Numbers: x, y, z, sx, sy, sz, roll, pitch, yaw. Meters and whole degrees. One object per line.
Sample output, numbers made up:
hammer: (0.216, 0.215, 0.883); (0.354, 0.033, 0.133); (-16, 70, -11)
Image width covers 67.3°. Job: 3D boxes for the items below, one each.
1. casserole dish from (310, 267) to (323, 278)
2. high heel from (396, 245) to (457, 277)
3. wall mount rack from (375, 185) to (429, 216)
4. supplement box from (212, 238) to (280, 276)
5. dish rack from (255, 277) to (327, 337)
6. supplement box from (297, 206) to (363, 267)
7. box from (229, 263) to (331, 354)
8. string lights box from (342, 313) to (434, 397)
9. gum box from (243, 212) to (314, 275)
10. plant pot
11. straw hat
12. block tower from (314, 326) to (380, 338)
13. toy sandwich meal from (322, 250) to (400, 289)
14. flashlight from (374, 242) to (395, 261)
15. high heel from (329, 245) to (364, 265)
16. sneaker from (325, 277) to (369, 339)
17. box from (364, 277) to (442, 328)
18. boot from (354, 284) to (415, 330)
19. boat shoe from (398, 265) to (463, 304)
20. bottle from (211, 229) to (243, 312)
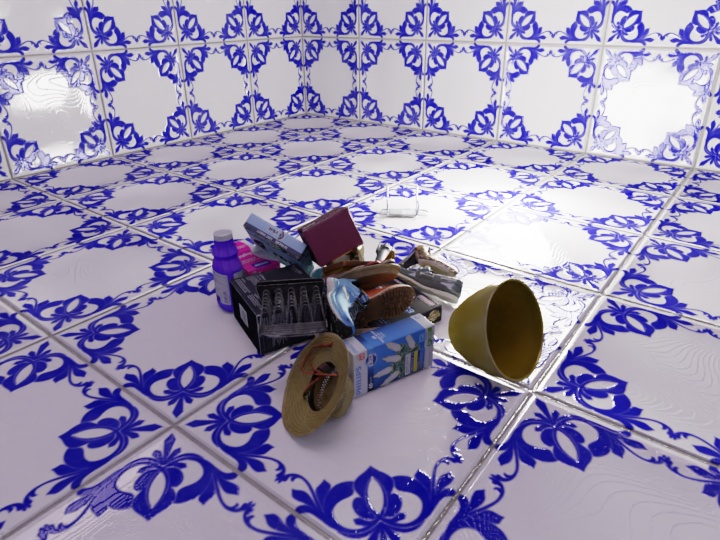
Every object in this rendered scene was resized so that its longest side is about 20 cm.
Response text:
casserole dish: (-0.060, 0.031, 1.466); (0.196, 0.040, 0.122); (3, 25, 10)
high heel: (0.214, -0.030, 1.521); (0.198, 0.073, 0.142); (10, 33, 42)
wall mount rack: (0.155, -0.254, 1.998); (0.195, 0.076, 0.175); (1, 26, 2)
supplement box: (-0.306, 0.001, 1.462); (0.100, 0.105, 0.199); (-20, 33, -37)
dish rack: (-0.140, 0.076, 1.106); (0.150, 0.056, 0.200); (-5, 20, -7)
supplement box: (-0.082, -0.090, 1.400); (0.129, 0.105, 0.200); (-28, 10, -6)
box: (-0.191, 0.084, 1.283); (0.179, 0.106, 0.200); (-15, 30, -25)
string lights box: (0.055, 0.170, 1.102); (0.197, 0.105, 0.059); (-16, 30, -28)
gum box: (-0.210, -0.060, 1.426); (0.168, 0.200, 0.045); (30, 78, 9)
plant pot: (0.267, 0.125, 1.128); (0.198, 0.204, 0.141); (-23, 9, -38)
straw hat: (-0.057, 0.223, 1.010); (0.085, 0.202, 0.201); (35, 7, -32)
block tower: (-0.008, 0.164, 1.174); (0.196, 0.055, 0.058); (-5, 25, -10)
toy sandwich meal: (0.000, 0.000, 1.292); (0.201, 0.072, 0.205); (-13, -13, -3)
flashlight: (0.069, -0.016, 1.536); (0.066, 0.069, 0.200); (-4, 20, 13)
high heel: (-0.060, -0.041, 1.507); (0.139, 0.073, 0.200); (5, -10, 2)
sneaker: (-0.025, 0.066, 1.124); (0.088, 0.080, 0.201); (-10, 29, 0)
box: (0.065, 0.091, 1.330); (0.196, 0.051, 0.199); (-17, 31, -27)
boot: (0.025, 0.067, 1.248); (0.196, 0.076, 0.107); (-16, 26, -18)
boat shoe: (0.176, 0.024, 1.412); (0.197, 0.063, 0.073); (23, -10, 27)
bottle: (-0.331, 0.000, 1.349); (0.083, 0.204, 0.065); (21, 33, 41)
